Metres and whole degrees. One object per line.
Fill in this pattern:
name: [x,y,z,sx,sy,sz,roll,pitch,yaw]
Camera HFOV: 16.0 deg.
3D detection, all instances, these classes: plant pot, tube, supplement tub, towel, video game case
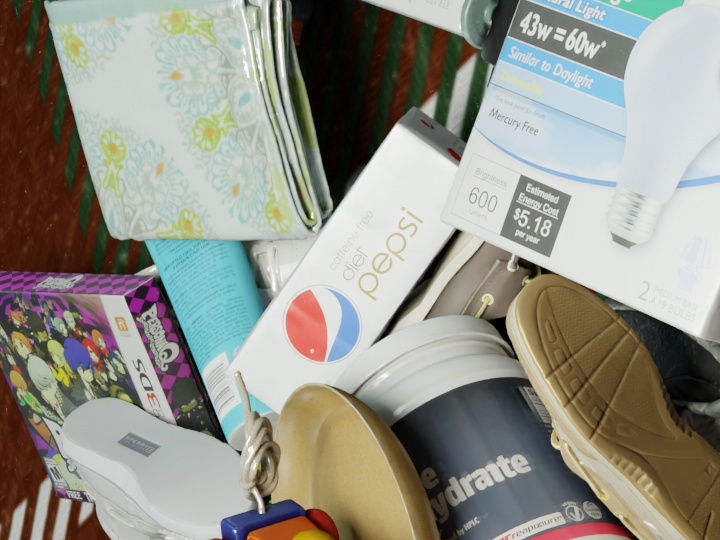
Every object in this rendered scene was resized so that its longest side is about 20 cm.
plant pot: [0.002,0.161,1.478,0.200,0.027,0.201,38,133,56]
tube: [-0.095,0.021,1.701,0.077,0.050,0.201,-30,63,16]
supplement tub: [0.072,0.141,1.518,0.140,0.140,0.200,-53,50,31]
towel: [-0.112,-0.102,1.649,0.199,0.048,0.172,2,110,41]
video game case: [-0.184,0.088,1.838,0.200,0.036,0.182,2,119,49]

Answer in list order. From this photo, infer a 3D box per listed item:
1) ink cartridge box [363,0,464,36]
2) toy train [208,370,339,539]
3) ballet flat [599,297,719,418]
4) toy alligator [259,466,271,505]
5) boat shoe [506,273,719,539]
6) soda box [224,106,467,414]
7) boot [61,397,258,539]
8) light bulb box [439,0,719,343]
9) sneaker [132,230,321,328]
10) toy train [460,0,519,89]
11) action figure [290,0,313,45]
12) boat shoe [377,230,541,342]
ink cartridge box: [0.047,-0.236,1.632,0.200,0.087,0.146,25,104,46]
toy train: [-0.029,0.159,1.425,0.116,0.084,0.201,4,105,54]
ballet flat: [0.167,0.047,1.482,0.200,0.057,0.067,4,89,49]
toy alligator: [-0.035,0.125,1.716,0.054,0.059,0.201,-78,8,-73]
boat shoe: [0.141,0.092,1.441,0.200,0.074,0.069,52,148,-8]
soda box: [0.000,0.000,1.595,0.068,0.064,0.200,36,107,2]
boot: [-0.126,0.160,1.744,0.200,0.073,0.096,28,144,49]
light bulb box: [0.180,-0.080,1.400,0.198,0.125,0.201,25,98,40]
sneaker: [-0.075,0.008,1.753,0.200,0.080,0.077,-16,72,46]
toy train: [0.133,-0.192,1.507,0.085,0.114,0.201,26,106,45]
action figure: [-0.072,-0.225,1.722,0.104,0.200,0.194,4,92,20]
boat shoe: [0.075,0.007,1.591,0.200,0.059,0.072,-54,5,26]
